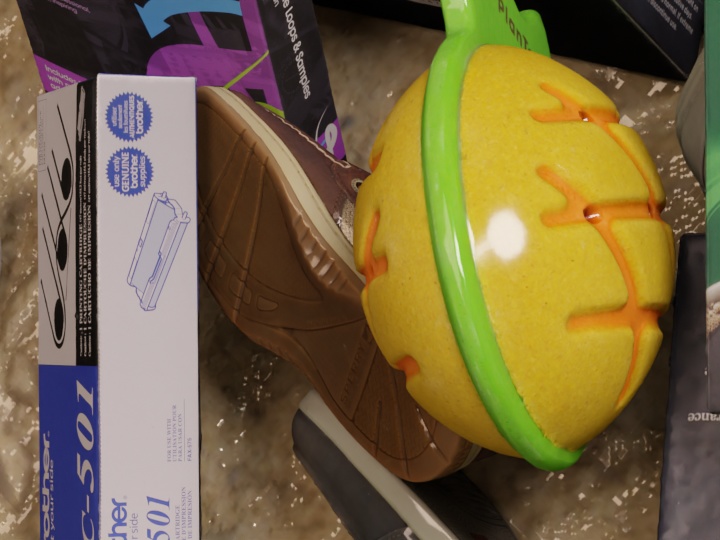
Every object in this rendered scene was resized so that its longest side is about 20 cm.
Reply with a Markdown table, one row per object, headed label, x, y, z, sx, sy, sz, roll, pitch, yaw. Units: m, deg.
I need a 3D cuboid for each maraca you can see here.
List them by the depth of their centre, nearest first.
| label | x | y | z | sx | sy | sz | roll | pitch | yaw |
| --- | --- | --- | --- | --- | --- | --- | --- | --- | --- |
| maraca | 0.052 | -0.025 | 0.944 | 0.106 | 0.137 | 0.201 | -13 | 52 | 18 |

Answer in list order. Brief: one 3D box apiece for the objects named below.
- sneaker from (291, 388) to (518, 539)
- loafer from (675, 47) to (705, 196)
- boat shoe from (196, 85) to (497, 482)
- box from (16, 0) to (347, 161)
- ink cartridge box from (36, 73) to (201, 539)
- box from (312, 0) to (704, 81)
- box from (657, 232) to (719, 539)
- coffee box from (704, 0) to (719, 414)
| label | x | y | z | sx | sy | sz | roll | pitch | yaw |
| --- | --- | --- | --- | --- | --- | --- | --- | --- | --- |
| sneaker | 0.014 | 0.138 | 1.021 | 0.106 | 0.075 | 0.200 | -51 | 53 | 13 |
| loafer | 0.165 | -0.091 | 0.923 | 0.070 | 0.201 | 0.070 | -4 | 50 | -20 |
| boat shoe | 0.000 | 0.000 | 1.043 | 0.200 | 0.072 | 0.072 | 46 | 130 | 35 |
| box | -0.085 | -0.121 | 1.086 | 0.142 | 0.201 | 0.036 | 23 | 56 | 28 |
| ink cartridge box | -0.096 | 0.027 | 1.077 | 0.094 | 0.044 | 0.201 | 175 | 95 | -69 |
| box | 0.056 | -0.204 | 1.086 | 0.199 | 0.123 | 0.199 | 14 | 79 | 31 |
| box | 0.184 | 0.092 | 0.926 | 0.147 | 0.104 | 0.201 | -1 | 73 | 28 |
| coffee box | 0.167 | -0.050 | 0.849 | 0.122 | 0.044 | 0.201 | 6 | 102 | 30 |
